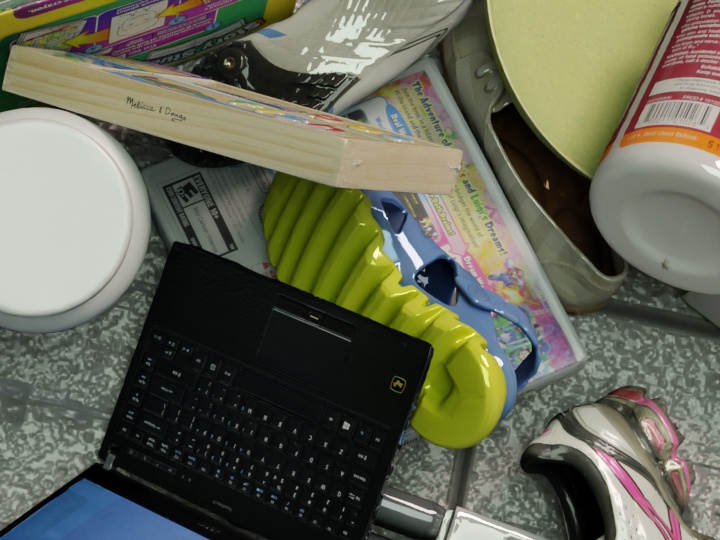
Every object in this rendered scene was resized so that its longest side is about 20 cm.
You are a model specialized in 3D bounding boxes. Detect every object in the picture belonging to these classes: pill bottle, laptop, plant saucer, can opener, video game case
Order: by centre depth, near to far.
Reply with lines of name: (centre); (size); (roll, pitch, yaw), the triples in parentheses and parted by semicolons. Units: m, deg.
pill bottle: (-0.163, -0.025, 1.353); (0.113, 0.200, 0.113); (0, 91, -5)
laptop: (-0.087, 0.098, 1.356); (0.177, 0.103, 0.200); (22, 94, 32)
pill bottle: (0.206, -0.093, 1.433); (0.110, 0.110, 0.200); (31, 58, -3)
can opener: (0.026, 0.143, 1.436); (0.200, 0.066, 0.053); (20, 76, -1)
video game case: (0.000, 0.000, 1.456); (0.182, 0.024, 0.200); (-22, 72, -13)
plant saucer: (0.143, -0.129, 1.490); (0.200, 0.031, 0.200); (13, 66, -31)

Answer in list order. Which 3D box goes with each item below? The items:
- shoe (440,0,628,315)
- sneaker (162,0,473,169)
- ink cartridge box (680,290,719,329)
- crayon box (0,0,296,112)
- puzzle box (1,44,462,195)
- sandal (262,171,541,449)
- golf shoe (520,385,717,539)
shoe: (0.102, -0.074, 1.491); (0.070, 0.053, 0.200); (-21, 84, -13)
sneaker: (-0.018, -0.117, 1.454); (0.200, 0.072, 0.072); (-34, 80, 2)
ink cartridge box: (0.301, -0.025, 1.501); (0.145, 0.084, 0.200); (37, 75, -2)
crayon box: (-0.128, -0.151, 1.401); (0.200, 0.173, 0.058); (-20, 79, -13)
puzzle box: (-0.063, -0.076, 1.347); (0.200, 0.133, 0.025); (17, 97, 25)
sandal: (0.024, 0.012, 1.410); (0.087, 0.079, 0.200); (-8, 54, -49)
golf shoe: (0.155, 0.166, 1.440); (0.092, 0.073, 0.200); (-22, 78, -32)
